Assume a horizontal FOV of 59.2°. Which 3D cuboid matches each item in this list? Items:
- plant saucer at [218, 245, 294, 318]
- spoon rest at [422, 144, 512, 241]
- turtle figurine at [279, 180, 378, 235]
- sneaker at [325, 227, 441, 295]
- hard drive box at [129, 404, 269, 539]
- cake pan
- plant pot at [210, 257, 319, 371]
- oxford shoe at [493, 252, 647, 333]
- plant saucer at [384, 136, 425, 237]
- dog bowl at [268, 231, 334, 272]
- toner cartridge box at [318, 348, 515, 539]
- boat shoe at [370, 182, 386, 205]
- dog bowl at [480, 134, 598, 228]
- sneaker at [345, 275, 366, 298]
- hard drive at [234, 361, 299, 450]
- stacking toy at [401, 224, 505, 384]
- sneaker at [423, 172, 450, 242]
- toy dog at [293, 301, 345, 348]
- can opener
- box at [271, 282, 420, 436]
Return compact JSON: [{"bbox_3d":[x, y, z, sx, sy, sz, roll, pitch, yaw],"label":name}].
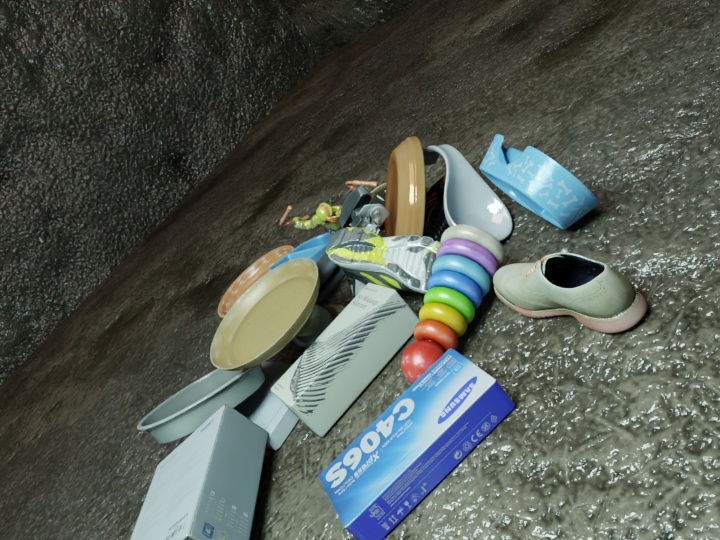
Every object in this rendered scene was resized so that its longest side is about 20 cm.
[{"bbox_3d":[-0.200,0.031,1.277,0.200,0.037,0.200,-32,25,17],"label":"plant saucer"},{"bbox_3d":[0.142,-0.114,0.901,0.099,0.061,0.200,-11,52,-25],"label":"spoon rest"},{"bbox_3d":[-0.023,-0.094,1.074,0.199,0.065,0.161,-22,-12,29],"label":"turtle figurine"},{"bbox_3d":[0.053,-0.007,0.879,0.199,0.085,0.075,18,72,19],"label":"sneaker"},{"bbox_3d":[-0.198,0.286,0.756,0.156,0.077,0.200,-42,22,22],"label":"hard drive box"},{"bbox_3d":[-0.222,0.184,0.912,0.200,0.037,0.200,-28,5,3],"label":"cake pan"},{"bbox_3d":[-0.130,0.065,0.898,0.200,0.028,0.200,-32,28,19],"label":"plant pot"},{"bbox_3d":[0.206,0.007,0.674,0.071,0.074,0.200,-48,24,-17],"label":"oxford shoe"},{"bbox_3d":[0.063,-0.100,0.953,0.037,0.201,0.200,1,26,-5],"label":"plant saucer"},{"bbox_3d":[-0.088,-0.015,1.117,0.111,0.050,0.200,-13,16,32],"label":"dog bowl"},{"bbox_3d":[0.054,0.175,0.645,0.200,0.043,0.095,-43,24,-7],"label":"toner cartridge box"},{"bbox_3d":[0.044,-0.125,1.174,0.199,0.072,0.076,-21,14,35],"label":"boat shoe"},{"bbox_3d":[0.220,-0.113,0.813,0.050,0.111,0.200,-51,22,10],"label":"dog bowl"},{"bbox_3d":[0.000,0.000,0.996,0.074,0.080,0.200,-37,25,2],"label":"sneaker"},{"bbox_3d":[-0.146,0.193,0.938,0.199,0.027,0.132,-9,39,51],"label":"hard drive"},{"bbox_3d":[0.101,0.045,0.754,0.085,0.085,0.201,-7,47,52],"label":"stacking toy"},{"bbox_3d":[0.124,-0.083,0.984,0.090,0.070,0.200,-36,19,45],"label":"sneaker"},{"bbox_3d":[-0.106,0.094,0.975,0.200,0.131,0.097,-2,82,62],"label":"toy dog"},{"bbox_3d":[-0.029,-0.034,0.958,0.200,0.052,0.067,-54,47,26],"label":"can opener"},{"bbox_3d":[-0.018,0.113,0.833,0.200,0.068,0.082,-48,25,-16],"label":"box"}]
